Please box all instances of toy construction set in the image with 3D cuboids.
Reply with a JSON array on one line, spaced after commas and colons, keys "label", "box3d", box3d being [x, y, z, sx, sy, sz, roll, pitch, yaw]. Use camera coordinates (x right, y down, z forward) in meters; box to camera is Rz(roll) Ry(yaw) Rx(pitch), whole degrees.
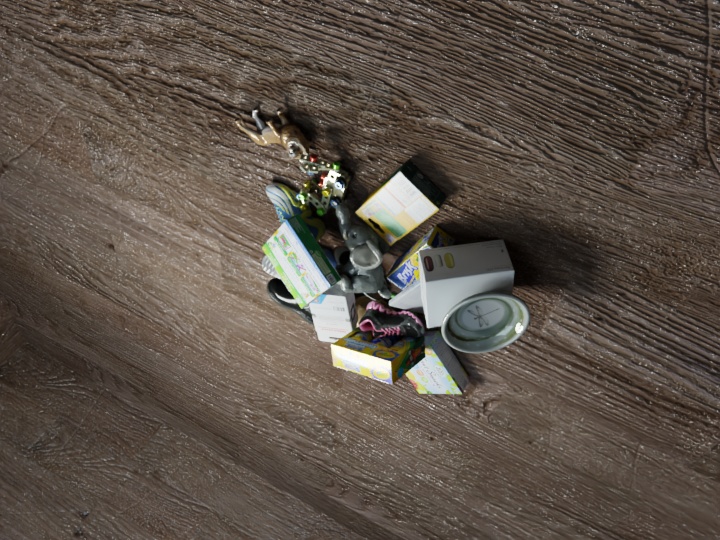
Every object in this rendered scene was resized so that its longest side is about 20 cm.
[{"label": "toy construction set", "box3d": [-0.096, -0.215, 1.521, 0.131, 0.092, 0.200, 29, 152, 9]}]

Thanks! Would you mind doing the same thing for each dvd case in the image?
[{"label": "dvd case", "box3d": [0.184, 0.063, 1.597, 0.142, 0.018, 0.200, 15, 148, -25]}]

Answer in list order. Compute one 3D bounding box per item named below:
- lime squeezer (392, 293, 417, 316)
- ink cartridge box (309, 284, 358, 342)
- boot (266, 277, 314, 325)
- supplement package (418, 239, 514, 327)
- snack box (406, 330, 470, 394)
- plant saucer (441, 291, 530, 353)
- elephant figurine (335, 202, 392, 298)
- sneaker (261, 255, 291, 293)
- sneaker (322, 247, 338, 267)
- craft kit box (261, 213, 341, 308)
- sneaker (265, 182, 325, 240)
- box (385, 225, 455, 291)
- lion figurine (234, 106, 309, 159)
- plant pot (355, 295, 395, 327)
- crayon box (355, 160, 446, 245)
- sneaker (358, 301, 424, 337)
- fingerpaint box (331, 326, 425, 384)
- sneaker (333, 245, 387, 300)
[{"label": "lime squeezer", "box3d": [0.125, 0.107, 1.713, 0.070, 0.038, 0.200, -25, 126, 29]}, {"label": "ink cartridge box", "box3d": [-0.074, 0.116, 1.754, 0.115, 0.067, 0.200, 5, 134, 15]}, {"label": "boot", "box3d": [-0.174, 0.066, 1.871, 0.211, 0.080, 0.158, 33, 145, -5]}, {"label": "supplement package", "box3d": [0.242, 0.031, 1.433, 0.199, 0.111, 0.156, -8, 133, 1]}, {"label": "snack box", "box3d": [0.200, 0.272, 1.817, 0.168, 0.068, 0.200, -9, 124, 44]}, {"label": "plant saucer", "box3d": [0.278, 0.106, 1.396, 0.199, 0.050, 0.201, -3, 135, -3]}, {"label": "elephant figurine", "box3d": [0.008, -0.048, 1.541, 0.142, 0.155, 0.201, 54, 135, 48]}, {"label": "sneaker", "box3d": [-0.193, 0.008, 1.811, 0.200, 0.082, 0.075, 38, 119, 21]}, {"label": "sneaker", "box3d": [-0.146, -0.028, 1.750, 0.199, 0.082, 0.074, 22, 138, 15]}, {"label": "craft kit box", "box3d": [-0.156, -0.019, 1.591, 0.200, 0.048, 0.197, 57, 144, 1]}, {"label": "sneaker", "box3d": [-0.186, -0.142, 1.642, 0.200, 0.105, 0.076, 40, 142, -6]}, {"label": "box", "box3d": [0.146, -0.026, 1.544, 0.064, 0.070, 0.200, 36, 142, -8]}, {"label": "lion figurine", "box3d": [-0.213, -0.332, 1.506, 0.200, 0.073, 0.123, 21, 155, 40]}, {"label": "plant pot", "box3d": [0.049, 0.162, 1.794, 0.200, 0.027, 0.201, 18, 121, 34]}, {"label": "crayon box", "box3d": [0.092, -0.155, 1.466, 0.126, 0.052, 0.200, 43, 141, -9]}, {"label": "sneaker", "box3d": [0.079, 0.152, 1.670, 0.199, 0.095, 0.079, 13, 137, 38]}, {"label": "fingerpaint box", "box3d": [0.049, 0.217, 1.684, 0.199, 0.167, 0.074, 11, 117, 36]}, {"label": "sneaker", "box3d": [0.000, 0.000, 1.702, 0.200, 0.073, 0.085, 49, 176, -29]}]
